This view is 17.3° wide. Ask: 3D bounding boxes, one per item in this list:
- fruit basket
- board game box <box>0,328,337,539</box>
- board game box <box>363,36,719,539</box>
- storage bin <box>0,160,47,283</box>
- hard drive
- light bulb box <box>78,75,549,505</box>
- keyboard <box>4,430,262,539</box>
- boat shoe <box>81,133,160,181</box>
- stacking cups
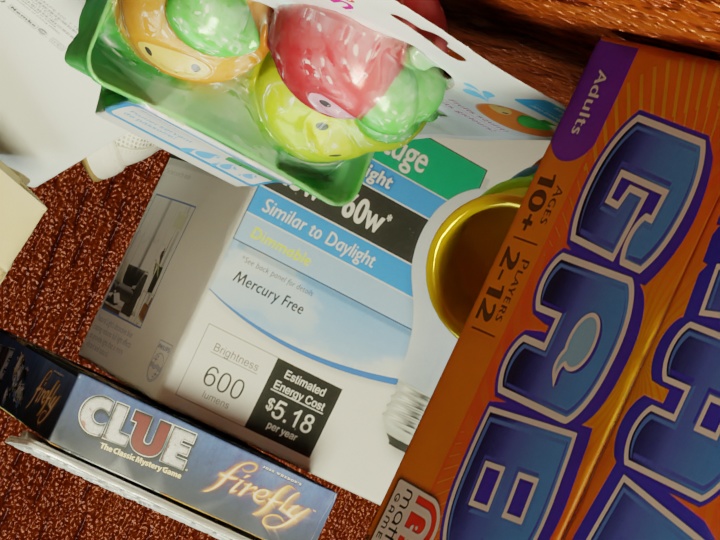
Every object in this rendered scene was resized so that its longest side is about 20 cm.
[{"bbox_3d":[-0.024,-0.081,0.894,0.185,0.094,0.200,27,175,-30],"label":"fruit basket"},{"bbox_3d":[-0.104,0.079,1.136,0.135,0.035,0.200,27,176,-20],"label":"board game box"},{"bbox_3d":[0.160,0.067,0.770,0.199,0.201,0.200,26,179,-31],"label":"board game box"},{"bbox_3d":[-0.274,-0.071,1.080,0.198,0.094,0.200,25,168,37],"label":"storage bin"},{"bbox_3d":[-0.154,-0.106,1.057,0.132,0.027,0.200,38,151,-18],"label":"hard drive"},{"bbox_3d":[0.000,0.000,1.168,0.197,0.201,0.125,26,177,-26],"label":"light bulb box"},{"bbox_3d":[-0.067,0.118,1.077,0.199,0.011,0.056,26,176,-17],"label":"keyboard"},{"bbox_3d":[-0.122,-0.125,1.127,0.200,0.069,0.071,79,169,-57],"label":"boat shoe"},{"bbox_3d":[0.076,-0.018,0.927,0.060,0.061,0.200,25,-163,8],"label":"stacking cups"}]
